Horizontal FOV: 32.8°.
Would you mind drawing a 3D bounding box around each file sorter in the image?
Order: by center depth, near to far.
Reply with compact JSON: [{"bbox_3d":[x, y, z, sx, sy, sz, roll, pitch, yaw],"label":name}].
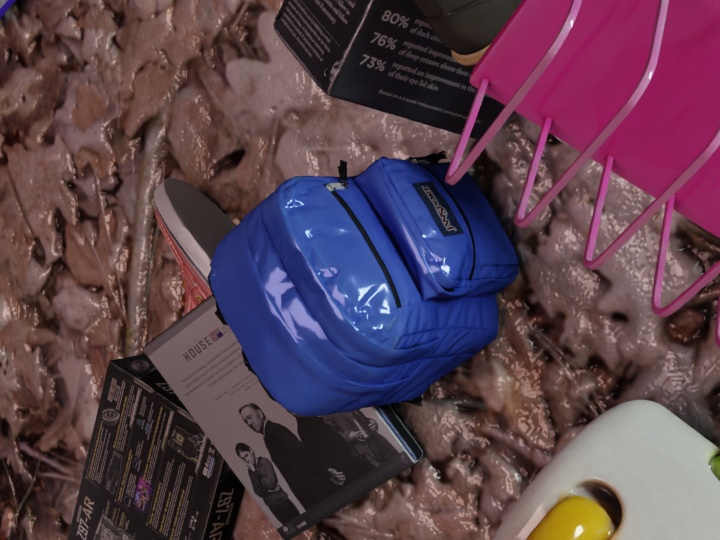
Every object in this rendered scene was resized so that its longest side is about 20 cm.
[{"bbox_3d":[0.164,-0.069,0.671,0.199,0.126,0.139,30,137,-8],"label":"file sorter"}]

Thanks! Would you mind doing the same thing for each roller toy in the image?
[{"bbox_3d":[0.164,0.182,0.764,0.139,0.199,0.184,39,143,28],"label":"roller toy"}]

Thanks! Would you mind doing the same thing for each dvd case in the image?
[{"bbox_3d":[-0.065,0.104,0.981,0.150,0.025,0.201,-35,93,28],"label":"dvd case"}]

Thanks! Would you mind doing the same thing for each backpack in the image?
[{"bbox_3d":[0.000,0.000,0.862,0.168,0.199,0.163,-47,67,30],"label":"backpack"}]

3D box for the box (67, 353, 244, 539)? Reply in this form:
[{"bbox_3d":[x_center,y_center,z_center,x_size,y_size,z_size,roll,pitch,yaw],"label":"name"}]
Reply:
[{"bbox_3d":[-0.185,0.202,1.116,0.159,0.043,0.202,27,110,32],"label":"box"}]

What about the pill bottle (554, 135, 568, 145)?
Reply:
[{"bbox_3d":[0.203,-0.149,0.750,0.198,0.112,0.114,-20,83,36],"label":"pill bottle"}]

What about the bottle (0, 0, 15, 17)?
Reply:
[{"bbox_3d":[-0.341,-0.311,1.170,0.199,0.065,0.084,-35,73,34],"label":"bottle"}]

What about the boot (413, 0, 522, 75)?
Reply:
[{"bbox_3d":[0.099,-0.223,0.713,0.200,0.138,0.078,-49,36,7],"label":"boot"}]

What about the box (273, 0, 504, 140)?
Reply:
[{"bbox_3d":[0.056,-0.208,0.819,0.201,0.147,0.105,-61,40,22],"label":"box"}]

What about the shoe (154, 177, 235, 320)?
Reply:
[{"bbox_3d":[-0.132,0.022,1.041,0.091,0.071,0.201,-45,73,25],"label":"shoe"}]
